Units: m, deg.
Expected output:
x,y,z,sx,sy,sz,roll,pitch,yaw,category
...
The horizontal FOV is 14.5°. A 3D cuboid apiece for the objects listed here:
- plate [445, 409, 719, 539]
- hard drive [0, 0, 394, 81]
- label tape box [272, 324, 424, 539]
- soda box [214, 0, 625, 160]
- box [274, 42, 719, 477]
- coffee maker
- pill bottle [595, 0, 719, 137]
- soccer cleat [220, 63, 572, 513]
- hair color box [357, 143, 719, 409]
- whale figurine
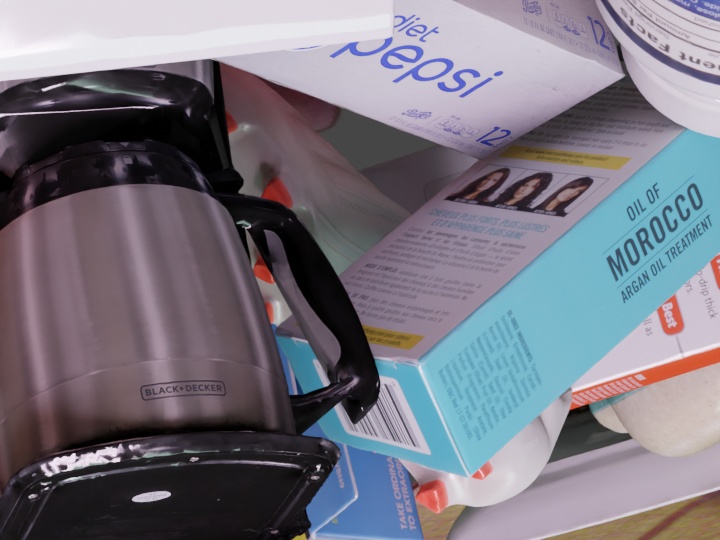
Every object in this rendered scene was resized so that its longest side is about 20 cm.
x,y,z,sx,sy,sz,roll,pitch,yaw,category
0.143,0.083,1.369,0.199,0.032,0.200,-17,-176,13,plate
-0.090,-0.119,0.787,0.199,0.027,0.132,-7,114,-13,hard drive
-0.026,0.061,1.160,0.066,0.144,0.200,-2,156,-25,label tape box
0.000,-0.099,0.929,0.068,0.064,0.200,-30,152,31,soda box
0.070,-0.012,0.990,0.200,0.049,0.082,-39,-151,-27,box
-0.104,0.009,0.941,0.134,0.201,0.192,13,145,-43,coffee maker
0.127,-0.121,0.888,0.111,0.111,0.200,-12,156,-3,pill bottle
0.000,0.000,1.046,0.069,0.200,0.078,-34,-172,44,soccer cleat
0.105,-0.012,1.110,0.199,0.111,0.064,-18,170,11,hair color box
0.165,0.012,1.252,0.159,0.104,0.200,-29,177,13,whale figurine
